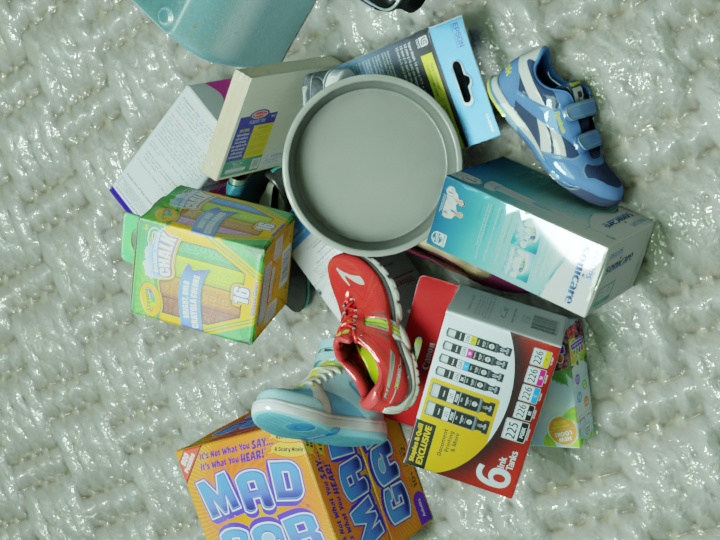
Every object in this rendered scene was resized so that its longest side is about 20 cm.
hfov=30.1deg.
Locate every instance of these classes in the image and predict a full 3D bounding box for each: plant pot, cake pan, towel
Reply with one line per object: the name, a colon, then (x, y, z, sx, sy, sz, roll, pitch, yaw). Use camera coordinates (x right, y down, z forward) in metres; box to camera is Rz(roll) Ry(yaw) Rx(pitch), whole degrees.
plant pot: (-0.179, -0.362, 1.577, 0.196, 0.200, 0.196, 44, 122, 16)
cake pan: (0.013, -0.117, 1.487, 0.199, 0.037, 0.201, 0, 96, -2)
towel: (-0.159, -0.049, 1.679, 0.022, 0.147, 0.201, 25, 116, 7)

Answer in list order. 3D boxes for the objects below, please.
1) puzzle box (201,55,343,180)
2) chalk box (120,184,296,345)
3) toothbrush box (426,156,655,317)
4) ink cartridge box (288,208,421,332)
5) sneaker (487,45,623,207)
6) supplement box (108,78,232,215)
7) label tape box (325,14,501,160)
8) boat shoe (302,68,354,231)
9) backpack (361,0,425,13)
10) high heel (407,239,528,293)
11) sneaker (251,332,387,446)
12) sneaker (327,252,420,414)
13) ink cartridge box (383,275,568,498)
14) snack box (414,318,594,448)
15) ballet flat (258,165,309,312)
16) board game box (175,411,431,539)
puzzle box: (-0.100, -0.182, 1.573, 0.025, 0.200, 0.133, 33, 117, 21)
chalk box: (-0.191, -0.014, 1.551, 0.199, 0.124, 0.125, 13, 115, 11)
toothbrush box: (0.197, -0.041, 1.454, 0.199, 0.146, 0.086, 25, 114, 24)
ink cartridge box: (0.000, 0.000, 1.606, 0.068, 0.116, 0.200, -43, 78, 33)
sneaker: (0.224, -0.156, 1.452, 0.082, 0.074, 0.200, -43, 80, 28)
supplement box: (-0.215, -0.141, 1.715, 0.103, 0.101, 0.200, 49, 123, 12)
label tape box: (0.067, -0.196, 1.546, 0.199, 0.066, 0.144, -18, 94, 32)
boat shoe: (-0.034, -0.131, 1.546, 0.068, 0.072, 0.201, 0, 103, 32)
backpack: (0.020, -0.402, 1.470, 0.200, 0.150, 0.178, 37, 117, 11)
high heel: (0.106, -0.019, 1.546, 0.199, 0.096, 0.068, 26, 115, 25)
sneaker: (-0.048, 0.125, 1.518, 0.079, 0.200, 0.131, -14, 68, 36)
sneaker: (0.002, 0.065, 1.484, 0.077, 0.085, 0.201, -43, 60, 41)
ink cartridge box: (0.118, 0.128, 1.492, 0.175, 0.084, 0.201, 17, 114, 8)
snack box: (0.167, 0.131, 1.572, 0.199, 0.053, 0.143, -2, 103, 32)
ballet flat: (-0.103, -0.040, 1.684, 0.068, 0.068, 0.201, 25, 119, 53)
board game box: (-0.068, 0.269, 1.669, 0.199, 0.200, 0.201, -18, 93, 35)
